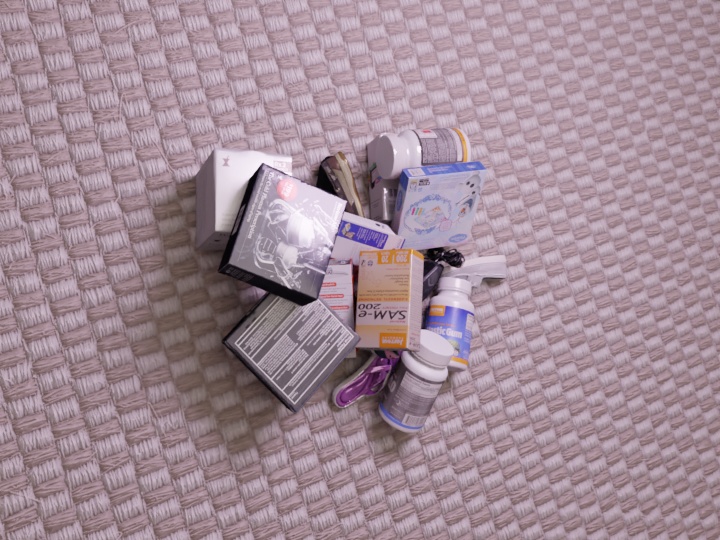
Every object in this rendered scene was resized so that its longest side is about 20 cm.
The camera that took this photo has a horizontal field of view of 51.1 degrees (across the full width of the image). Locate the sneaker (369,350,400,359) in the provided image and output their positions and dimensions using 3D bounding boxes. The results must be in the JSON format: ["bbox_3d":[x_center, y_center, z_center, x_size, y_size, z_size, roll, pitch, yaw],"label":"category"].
[{"bbox_3d":[0.089,0.095,1.619,0.069,0.081,0.205,22,87,-44],"label":"sneaker"}]

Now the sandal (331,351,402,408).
[{"bbox_3d":[0.028,0.241,1.662,0.201,0.050,0.083,-39,128,-6],"label":"sandal"}]

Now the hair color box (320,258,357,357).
[{"bbox_3d":[-0.065,0.081,1.611,0.108,0.064,0.206,-2,104,4],"label":"hair color box"}]

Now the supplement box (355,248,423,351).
[{"bbox_3d":[0.060,0.063,1.558,0.073,0.123,0.206,23,67,-62],"label":"supplement box"}]

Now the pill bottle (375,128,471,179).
[{"bbox_3d":[0.139,-0.257,1.679,0.195,0.116,0.120,-6,84,-25],"label":"pill bottle"}]

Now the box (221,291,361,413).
[{"bbox_3d":[-0.141,0.139,1.503,0.199,0.123,0.200,46,77,-7],"label":"box"}]

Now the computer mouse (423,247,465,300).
[{"bbox_3d":[0.148,0.027,1.744,0.199,0.138,0.053,-41,116,-14],"label":"computer mouse"}]

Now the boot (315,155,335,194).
[{"bbox_3d":[-0.113,-0.148,1.667,0.165,0.076,0.206,-8,92,-28],"label":"boot"}]

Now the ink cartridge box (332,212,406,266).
[{"bbox_3d":[-0.008,-0.064,1.628,0.196,0.039,0.101,18,117,-16],"label":"ink cartridge box"}]

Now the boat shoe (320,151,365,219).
[{"bbox_3d":[-0.036,-0.157,1.634,0.063,0.073,0.204,-20,114,-3],"label":"boat shoe"}]

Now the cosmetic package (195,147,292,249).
[{"bbox_3d":[-0.242,-0.137,1.542,0.161,0.199,0.170,2,81,-22],"label":"cosmetic package"}]

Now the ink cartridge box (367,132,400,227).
[{"bbox_3d":[0.097,-0.207,1.764,0.141,0.084,0.206,0,82,-24],"label":"ink cartridge box"}]

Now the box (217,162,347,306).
[{"bbox_3d":[-0.144,-0.064,1.404,0.179,0.104,0.205,22,74,-18],"label":"box"}]

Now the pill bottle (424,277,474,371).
[{"bbox_3d":[0.206,0.125,1.748,0.110,0.112,0.205,13,77,-21],"label":"pill bottle"}]

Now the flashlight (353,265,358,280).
[{"bbox_3d":[0.000,0.000,1.697,0.196,0.069,0.068,-23,56,-20],"label":"flashlight"}]

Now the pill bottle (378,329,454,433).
[{"bbox_3d":[0.124,0.241,1.647,0.111,0.114,0.204,15,111,-20],"label":"pill bottle"}]

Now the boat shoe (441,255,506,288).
[{"bbox_3d":[0.274,0.009,1.825,0.196,0.071,0.070,-8,85,-34],"label":"boat shoe"}]

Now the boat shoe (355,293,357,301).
[{"bbox_3d":[0.045,0.120,1.708,0.074,0.092,0.203,-38,126,-28],"label":"boat shoe"}]

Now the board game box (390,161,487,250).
[{"bbox_3d":[0.170,-0.141,1.684,0.195,0.203,0.044,-8,40,-22],"label":"board game box"}]
